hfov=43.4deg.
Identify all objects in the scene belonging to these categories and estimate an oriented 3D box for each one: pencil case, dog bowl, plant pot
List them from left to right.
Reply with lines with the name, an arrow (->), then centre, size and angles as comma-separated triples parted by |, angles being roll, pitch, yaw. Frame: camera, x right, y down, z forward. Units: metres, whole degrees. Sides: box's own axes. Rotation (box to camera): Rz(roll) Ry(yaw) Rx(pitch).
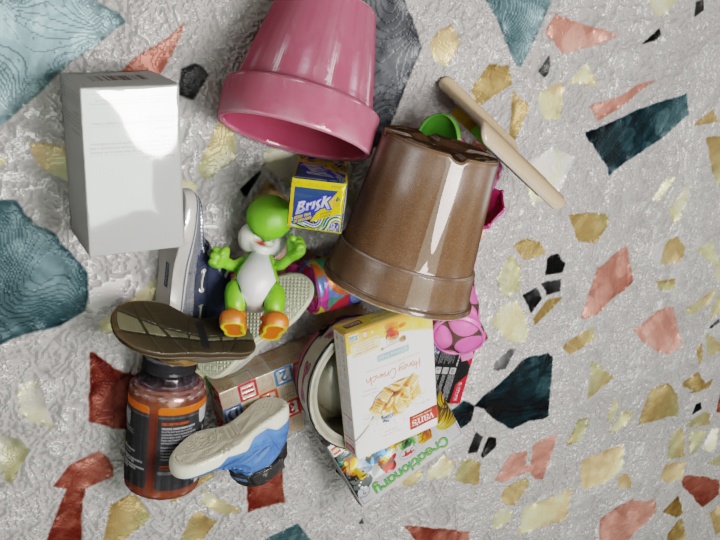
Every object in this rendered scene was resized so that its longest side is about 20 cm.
plant pot -> -0.062, -0.249, 1.133 | 0.200, 0.200, 0.179 | 17, 85, -33
dog bowl -> -0.006, 0.153, 1.312 | 0.200, 0.074, 0.200 | -12, 112, -31
pencil case -> 0.000, 0.000, 1.321 | 0.200, 0.088, 0.089 | -13, 115, -26
plant pot -> 0.075, -0.068, 1.143 | 0.200, 0.200, 0.199 | 7, 109, -31
pencil case -> 0.141, 0.034, 1.349 | 0.091, 0.200, 0.094 | -20, 130, 23

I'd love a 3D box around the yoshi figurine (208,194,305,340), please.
yoshi figurine -> -0.131, -0.017, 1.182 | 0.112, 0.112, 0.200 | 32, 52, -44

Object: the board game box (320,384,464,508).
board game box -> 0.052, 0.261, 1.411 | 0.200, 0.035, 0.126 | -33, 110, -13

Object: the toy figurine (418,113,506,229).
toy figurine -> 0.143, -0.126, 1.324 | 0.184, 0.150, 0.200 | 3, 125, -43

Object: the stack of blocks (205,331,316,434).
stack of blocks -> -0.116, 0.179, 1.340 | 0.200, 0.059, 0.115 | -21, 119, -21

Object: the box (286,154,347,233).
box -> -0.054, -0.104, 1.172 | 0.070, 0.200, 0.064 | 7, 106, -3

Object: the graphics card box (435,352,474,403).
graphics card box -> 0.085, 0.147, 1.447 | 0.200, 0.051, 0.126 | 5, 107, -32

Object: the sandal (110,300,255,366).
sandal -> -0.232, 0.091, 1.180 | 0.200, 0.082, 0.055 | 9, 138, -39

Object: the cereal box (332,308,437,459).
cereal box -> 0.039, 0.151, 1.271 | 0.144, 0.040, 0.200 | -18, 116, -27

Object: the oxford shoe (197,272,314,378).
oxford shoe -> -0.145, 0.076, 1.268 | 0.200, 0.075, 0.058 | -43, 166, 6

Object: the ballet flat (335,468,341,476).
ballet flat -> 0.043, 0.266, 1.467 | 0.200, 0.073, 0.073 | -21, 118, -14

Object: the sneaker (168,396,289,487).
sneaker -> -0.172, 0.262, 1.237 | 0.200, 0.077, 0.111 | -28, 124, -48

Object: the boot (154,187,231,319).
boot -> -0.216, -0.016, 1.206 | 0.090, 0.073, 0.200 | -3, 120, -34

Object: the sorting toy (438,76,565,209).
sorting toy -> 0.195, -0.179, 1.292 | 0.036, 0.200, 0.185 | -44, 122, 15

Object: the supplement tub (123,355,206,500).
supplement tub -> -0.266, 0.204, 1.237 | 0.107, 0.107, 0.200 | -2, 111, -29

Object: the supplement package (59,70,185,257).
supplement package -> -0.286, -0.131, 1.085 | 0.117, 0.117, 0.200 | -8, 113, -28
